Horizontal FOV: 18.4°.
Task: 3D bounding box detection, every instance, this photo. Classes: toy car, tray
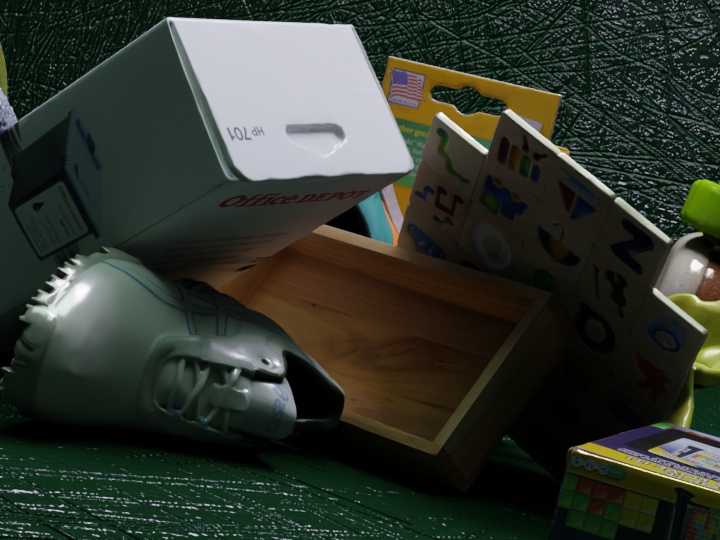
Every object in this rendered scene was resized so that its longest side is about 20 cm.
[{"bbox_3d":[0.278,0.054,1.442,0.199,0.165,0.158,23,5,5],"label":"toy car"},{"bbox_3d":[-0.001,0.036,1.096,0.200,0.099,0.037,18,-28,42],"label":"tray"}]

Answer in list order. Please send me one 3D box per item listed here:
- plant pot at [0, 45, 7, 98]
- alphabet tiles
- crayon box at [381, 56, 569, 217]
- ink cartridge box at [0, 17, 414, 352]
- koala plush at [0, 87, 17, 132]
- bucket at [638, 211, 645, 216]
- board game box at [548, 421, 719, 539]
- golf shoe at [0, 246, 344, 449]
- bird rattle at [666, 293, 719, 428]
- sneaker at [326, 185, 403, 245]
[{"bbox_3d":[-0.355,-0.113,1.527,0.200,0.201,0.193,12,-8,-15],"label":"plant pot"},{"bbox_3d":[0.085,0.017,1.072,0.166,0.200,0.006,40,56,18],"label":"alphabet tiles"},{"bbox_3d":[0.059,-0.028,1.464,0.125,0.201,0.052,15,4,21],"label":"crayon box"},{"bbox_3d":[-0.099,-0.037,1.059,0.200,0.086,0.146,-31,-14,33],"label":"ink cartridge box"},{"bbox_3d":[-0.307,-0.143,1.357,0.183,0.201,0.177,-6,-12,-18],"label":"koala plush"},{"bbox_3d":[0.150,-0.013,2.051,0.206,0.135,0.207,14,4,-1],"label":"bucket"},{"bbox_3d":[0.191,0.118,0.898,0.199,0.057,0.165,15,6,21],"label":"board game box"},{"bbox_3d":[-0.074,0.041,0.977,0.097,0.079,0.200,22,9,25],"label":"golf shoe"},{"bbox_3d":[0.111,0.024,1.178,0.200,0.113,0.163,31,4,21],"label":"bird rattle"},{"bbox_3d":[0.000,0.000,1.373,0.071,0.200,0.080,-12,29,31],"label":"sneaker"}]
